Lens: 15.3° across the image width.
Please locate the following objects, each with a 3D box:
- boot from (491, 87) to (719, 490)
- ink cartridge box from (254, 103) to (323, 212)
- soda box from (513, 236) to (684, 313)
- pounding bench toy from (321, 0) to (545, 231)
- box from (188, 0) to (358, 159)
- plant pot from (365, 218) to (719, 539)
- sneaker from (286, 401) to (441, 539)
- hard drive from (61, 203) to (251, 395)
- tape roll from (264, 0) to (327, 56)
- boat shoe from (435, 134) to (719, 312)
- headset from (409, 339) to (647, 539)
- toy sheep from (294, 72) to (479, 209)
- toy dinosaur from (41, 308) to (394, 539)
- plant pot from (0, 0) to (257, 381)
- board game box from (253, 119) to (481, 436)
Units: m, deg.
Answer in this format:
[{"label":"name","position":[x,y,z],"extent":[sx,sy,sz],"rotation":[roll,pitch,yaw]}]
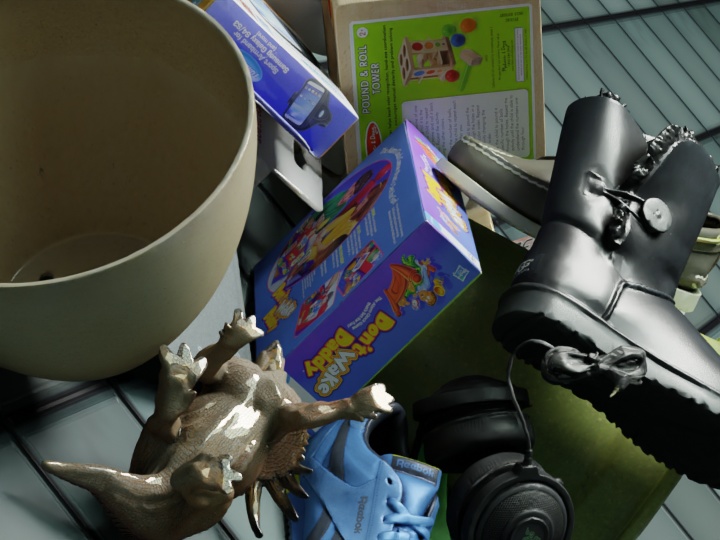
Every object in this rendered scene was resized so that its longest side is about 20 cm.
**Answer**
[{"label":"boot","position":[0.178,0.009,1.518],"extent":[0.200,0.076,0.169],"rotation":[34,58,-15]},{"label":"ink cartridge box","position":[-0.116,-0.100,1.627],"extent":[0.200,0.067,0.116],"rotation":[42,19,-20]},{"label":"soda box","position":[0.132,0.016,1.759],"extent":[0.064,0.200,0.069],"rotation":[40,58,-22]},{"label":"pounding bench toy","position":[0.044,-0.120,1.702],"extent":[0.156,0.123,0.201],"rotation":[-102,-174,-58]},{"label":"box","position":[-0.070,-0.141,1.611],"extent":[0.119,0.041,0.200],"rotation":[42,5,-27]},{"label":"plant pot","position":[0.099,0.073,1.624],"extent":[0.184,0.201,0.200],"rotation":[35,20,-4]},{"label":"sneaker","position":[0.008,0.143,1.423],"extent":[0.066,0.078,0.201],"rotation":[40,22,-29]},{"label":"hard drive","position":[-0.119,-0.037,1.453],"extent":[0.139,0.033,0.201],"rotation":[24,52,-53]},{"label":"tape roll","position":[-0.074,-0.213,1.813],"extent":[0.201,0.071,0.203],"rotation":[21,13,-5]},{"label":"boat shoe","position":[0.134,-0.040,1.601],"extent":[0.201,0.060,0.072],"rotation":[25,13,-29]},{"label":"headset","position":[0.085,0.109,1.473],"extent":[0.093,0.200,0.124],"rotation":[-3,51,-24]},{"label":"toy sheep","position":[0.023,-0.080,1.810],"extent":[0.199,0.138,0.138],"rotation":[8,39,-29]},{"label":"toy dinosaur","position":[-0.075,0.093,1.321],"extent":[0.200,0.136,0.086],"rotation":[-29,74,-40]},{"label":"plant pot","position":[-0.140,-0.024,1.293],"extent":[0.135,0.199,0.201],"rotation":[80,-10,-48]},{"label":"board game box","position":[0.000,0.000,1.550],"extent":[0.045,0.134,0.200],"rotation":[43,12,-15]}]
